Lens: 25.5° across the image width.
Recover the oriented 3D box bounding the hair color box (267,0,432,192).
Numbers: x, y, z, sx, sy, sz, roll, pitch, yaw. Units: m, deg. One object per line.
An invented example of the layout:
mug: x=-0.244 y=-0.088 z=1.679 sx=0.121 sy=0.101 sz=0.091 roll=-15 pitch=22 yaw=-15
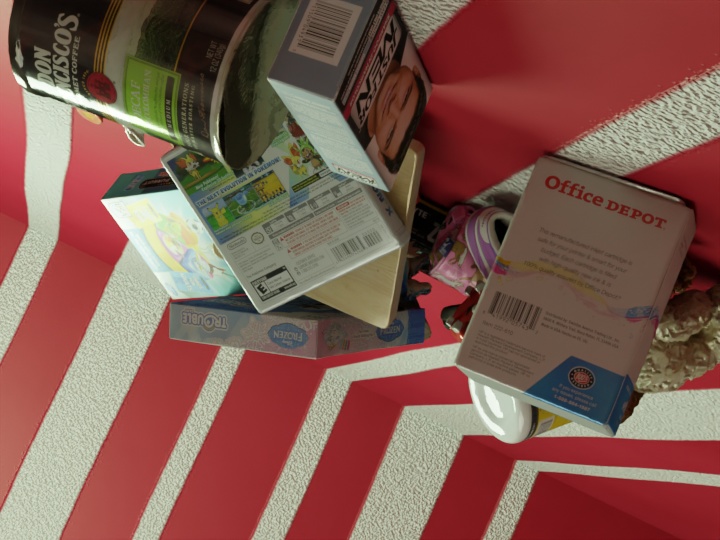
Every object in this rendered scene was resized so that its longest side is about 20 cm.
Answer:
hair color box: x=-0.004 y=-0.146 z=1.244 sx=0.060 sy=0.100 sz=0.200 roll=20 pitch=169 yaw=17

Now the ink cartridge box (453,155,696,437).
ink cartridge box: x=0.188 y=0.021 z=1.373 sx=0.143 sy=0.202 sz=0.085 roll=21 pitch=174 yaw=20

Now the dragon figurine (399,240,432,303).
dragon figurine: x=0.000 y=0.000 z=1.661 sx=0.198 sy=0.059 sz=0.100 roll=-9 pitch=144 yaw=-28

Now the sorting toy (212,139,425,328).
sorting toy: x=-0.033 y=-0.076 z=1.516 sx=0.198 sy=0.070 sz=0.200 roll=23 pitch=127 yaw=19

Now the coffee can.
coffee can: x=-0.164 y=-0.184 z=1.298 sx=0.198 sy=0.148 sz=0.146 roll=21 pitch=170 yaw=17

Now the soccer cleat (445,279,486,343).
soccer cleat: x=0.153 y=0.055 z=1.516 sx=0.085 sy=0.069 sz=0.199 roll=38 pitch=161 yaw=-20

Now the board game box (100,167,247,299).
board game box: x=-0.165 y=-0.042 z=1.715 sx=0.199 sy=0.047 sz=0.152 roll=-4 pitch=130 yaw=42

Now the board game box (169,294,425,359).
board game box: x=-0.066 y=0.055 z=1.698 sx=0.198 sy=0.044 sz=0.198 roll=6 pitch=-173 yaw=35

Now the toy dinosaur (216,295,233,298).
toy dinosaur: x=-0.135 y=-0.072 z=1.804 sx=0.104 sy=0.202 sz=0.182 roll=-1 pitch=158 yaw=-1

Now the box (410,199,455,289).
box: x=0.083 y=-0.030 z=1.791 sx=0.199 sy=0.050 sz=0.160 roll=27 pitch=172 yaw=-12

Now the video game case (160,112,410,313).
video game case: x=-0.073 y=-0.068 z=1.486 sx=0.199 sy=0.022 sz=0.183 roll=-25 pitch=102 yaw=40

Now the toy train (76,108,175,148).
toy train: x=-0.243 y=-0.158 z=1.751 sx=0.199 sy=0.056 sz=0.151 roll=15 pitch=143 yaw=51

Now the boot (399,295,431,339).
boot: x=-0.012 y=0.004 z=1.844 sx=0.184 sy=0.065 sz=0.201 roll=14 pitch=-147 yaw=-15

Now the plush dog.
plush dog: x=0.252 y=0.032 z=1.502 sx=0.199 sy=0.160 sz=0.173 roll=11 pitch=139 yaw=52

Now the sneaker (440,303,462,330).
sneaker: x=0.182 y=0.091 z=1.833 sx=0.197 sy=0.116 sz=0.076 roll=8 pitch=176 yaw=-26

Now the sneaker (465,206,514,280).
sneaker: x=0.173 y=0.027 z=1.576 sx=0.201 sy=0.072 sz=0.114 roll=54 pitch=173 yaw=-6

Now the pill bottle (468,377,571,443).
pill bottle: x=0.227 y=0.110 z=1.755 sx=0.198 sy=0.113 sz=0.112 roll=-17 pitch=-170 yaw=-26

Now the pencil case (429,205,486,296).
pencil case: x=0.170 y=0.007 z=1.674 sx=0.198 sy=0.083 sz=0.087 roll=27 pitch=166 yaw=-7
